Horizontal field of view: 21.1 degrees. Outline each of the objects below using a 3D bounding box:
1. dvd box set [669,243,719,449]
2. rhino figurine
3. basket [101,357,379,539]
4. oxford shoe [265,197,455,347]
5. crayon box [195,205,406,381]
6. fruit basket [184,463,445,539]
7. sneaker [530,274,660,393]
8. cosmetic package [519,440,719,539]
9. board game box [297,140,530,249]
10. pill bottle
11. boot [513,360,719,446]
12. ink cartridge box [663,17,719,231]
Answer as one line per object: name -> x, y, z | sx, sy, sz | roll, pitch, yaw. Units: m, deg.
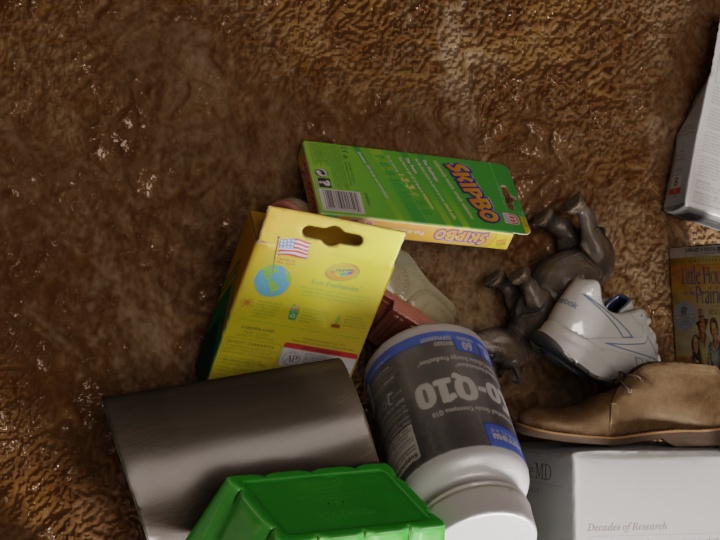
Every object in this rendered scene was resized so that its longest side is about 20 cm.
dvd box set -> 0.333, 0.075, 1.777 | 0.029, 0.146, 0.201 | -3, 91, -18
rhino figurine -> 0.159, 0.030, 1.760 | 0.087, 0.060, 0.200 | 44, 79, -24
basket -> -0.094, 0.155, 1.604 | 0.199, 0.136, 0.181 | -19, 111, -7
oxford shoe -> 0.000, 0.000, 1.713 | 0.200, 0.071, 0.074 | 43, 45, -9
crayon box -> -0.052, 0.027, 1.636 | 0.127, 0.051, 0.200 | 11, 121, -19
fruit basket -> -0.050, 0.259, 1.538 | 0.215, 0.155, 0.216 | -19, 129, -26
sneaker -> 0.242, 0.075, 1.756 | 0.200, 0.074, 0.087 | 34, 82, -41
cosmetic package -> 0.226, 0.255, 1.722 | 0.166, 0.167, 0.201 | 1, 88, -20
board game box -> 0.048, -0.066, 1.712 | 0.199, 0.030, 0.096 | 3, 44, -18
pill bottle -> 0.077, 0.152, 1.626 | 0.113, 0.114, 0.200 | 1, 46, -20
boot -> 0.228, 0.116, 1.694 | 0.199, 0.074, 0.076 | -2, 97, -16
ink cartridge box -> 0.385, -0.130, 1.859 | 0.162, 0.050, 0.201 | 17, 75, -18
